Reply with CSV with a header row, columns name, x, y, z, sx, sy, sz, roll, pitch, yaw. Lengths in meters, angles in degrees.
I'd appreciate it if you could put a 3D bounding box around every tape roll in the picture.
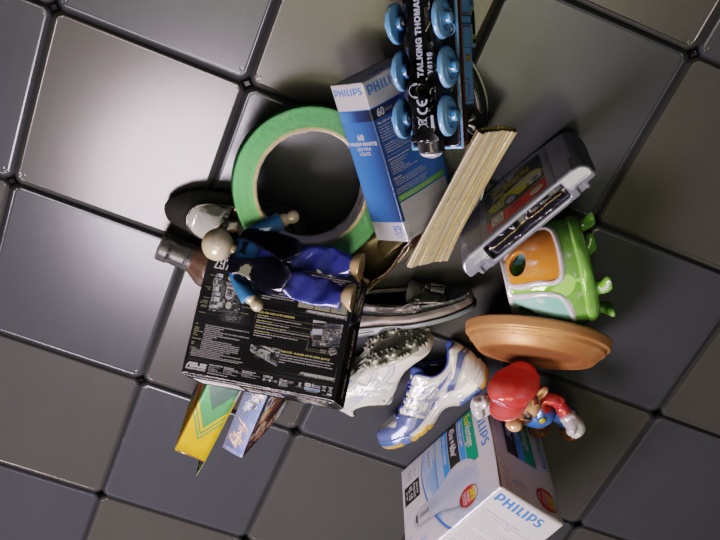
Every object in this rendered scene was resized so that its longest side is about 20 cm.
name,x,y,z,sx,sy,sz,roll,pitch,yaw
tape roll,-0.064,-0.108,1.243,0.198,0.048,0.203,-2,104,-9

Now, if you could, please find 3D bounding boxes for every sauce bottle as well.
name,x,y,z,sx,sy,sz,roll,pitch,yaw
sauce bottle,-0.183,0.005,1.341,0.198,0.065,0.065,23,119,-14

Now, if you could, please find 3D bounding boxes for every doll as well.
name,x,y,z,sx,sy,sz,roll,pitch,yaw
doll,-0.097,-0.013,1.190,0.198,0.138,0.049,13,160,8

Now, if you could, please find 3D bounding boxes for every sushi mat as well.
name,x,y,z,sx,sy,sz,roll,pitch,yaw
sushi mat,0.124,-0.089,1.203,0.012,0.095,0.201,42,122,26

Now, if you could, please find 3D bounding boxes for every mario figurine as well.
name,x,y,z,sx,sy,sz,roll,pitch,yaw
mario figurine,0.237,0.208,1.391,0.123,0.107,0.200,-36,140,17

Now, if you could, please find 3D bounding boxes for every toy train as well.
name,x,y,z,sx,sy,sz,roll,pitch,yaw
toy train,0.087,-0.234,1.134,0.086,0.114,0.202,1,102,30

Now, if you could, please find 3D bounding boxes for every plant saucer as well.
name,x,y,z,sx,sy,sz,roll,pitch,yaw
plant saucer,0.238,0.101,1.329,0.198,0.200,0.038,12,76,-6

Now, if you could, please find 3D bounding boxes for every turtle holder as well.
name,x,y,z,sx,sy,sz,roll,pitch,yaw
turtle holder,0.257,0.007,1.305,0.130,0.185,0.142,-14,86,9

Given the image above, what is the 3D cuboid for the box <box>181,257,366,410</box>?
name,x,y,z,sx,sy,sz,roll,pitch,yaw
box,-0.106,0.074,1.239,0.198,0.086,0.165,9,78,9

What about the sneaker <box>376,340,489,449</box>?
name,x,y,z,sx,sy,sz,roll,pitch,yaw
sneaker,0.090,0.179,1.442,0.200,0.075,0.088,-40,104,13

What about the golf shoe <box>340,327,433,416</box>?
name,x,y,z,sx,sy,sz,roll,pitch,yaw
golf shoe,0.033,0.146,1.418,0.199,0.079,0.097,-26,119,27

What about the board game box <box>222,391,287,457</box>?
name,x,y,z,sx,sy,sz,roll,pitch,yaw
board game box,-0.121,0.152,1.385,0.034,0.135,0.201,30,120,10

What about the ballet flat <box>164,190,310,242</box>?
name,x,y,z,sx,sy,sz,roll,pitch,yaw
ballet flat,-0.165,-0.064,1.297,0.198,0.069,0.069,5,121,-1

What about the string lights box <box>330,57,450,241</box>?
name,x,y,z,sx,sy,sz,roll,pitch,yaw
string lights box,0.044,-0.148,1.199,0.059,0.102,0.202,5,119,47

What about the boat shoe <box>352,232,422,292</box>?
name,x,y,z,sx,sy,sz,roll,pitch,yaw
boat shoe,-0.004,-0.005,1.310,0.202,0.075,0.075,-43,92,14

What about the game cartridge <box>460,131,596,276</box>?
name,x,y,z,sx,sy,sz,roll,pitch,yaw
game cartridge,0.204,-0.088,1.236,0.041,0.133,0.200,43,112,-14

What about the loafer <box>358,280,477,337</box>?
name,x,y,z,sx,sy,sz,roll,pitch,yaw
loafer,0.059,0.044,1.359,0.198,0.072,0.063,-13,108,13

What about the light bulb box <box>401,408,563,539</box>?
name,x,y,z,sx,sy,sz,roll,pitch,yaw
light bulb box,0.172,0.335,1.452,0.124,0.199,0.200,34,115,-20

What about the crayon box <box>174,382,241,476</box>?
name,x,y,z,sx,sy,sz,roll,pitch,yaw
crayon box,-0.210,0.180,1.408,0.050,0.127,0.201,23,118,-11

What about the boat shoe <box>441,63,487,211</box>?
name,x,y,z,sx,sy,sz,roll,pitch,yaw
boat shoe,0.129,-0.168,1.233,0.075,0.061,0.202,-9,120,6
